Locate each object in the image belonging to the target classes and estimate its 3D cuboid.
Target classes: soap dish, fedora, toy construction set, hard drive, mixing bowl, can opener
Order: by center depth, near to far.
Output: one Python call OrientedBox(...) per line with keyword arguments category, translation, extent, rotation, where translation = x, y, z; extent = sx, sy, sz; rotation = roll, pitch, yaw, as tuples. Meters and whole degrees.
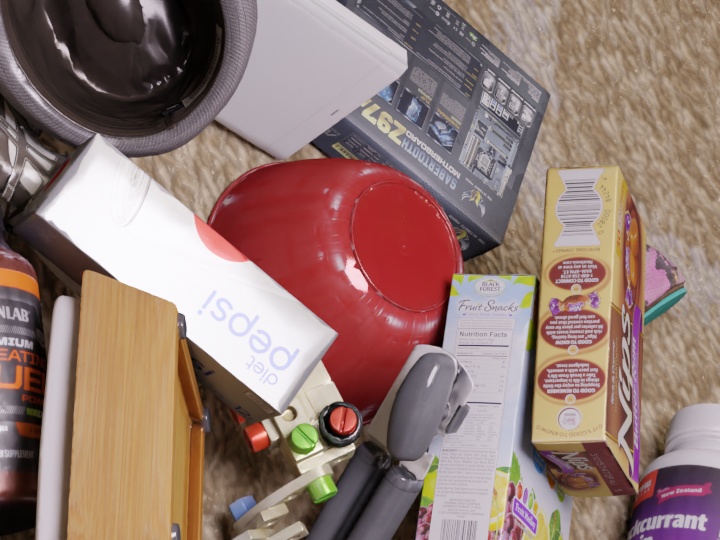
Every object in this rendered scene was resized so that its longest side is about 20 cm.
OrientedBox(category="soap dish", translation=(-0.138, 0.124, 1.409), extent=(0.081, 0.158, 0.201), rotation=(-4, 54, 3))
OrientedBox(category="fedora", translation=(-0.159, -0.174, 1.505), extent=(0.200, 0.176, 0.090), rotation=(55, 4, -21))
OrientedBox(category="toy construction set", translation=(-0.077, 0.097, 1.551), extent=(0.131, 0.092, 0.201), rotation=(-24, 88, -16))
OrientedBox(category="can opener", translation=(0.006, 0.137, 1.553), extent=(0.053, 0.201, 0.067), rotation=(36, 13, 27))
OrientedBox(category="hard drive", translation=(-0.083, -0.160, 1.628), extent=(0.200, 0.132, 0.026), rotation=(31, 40, -34))
OrientedBox(category="mixing bowl", translation=(0.000, 0.000, 1.660), extent=(0.199, 0.108, 0.201), rotation=(18, 61, -35))

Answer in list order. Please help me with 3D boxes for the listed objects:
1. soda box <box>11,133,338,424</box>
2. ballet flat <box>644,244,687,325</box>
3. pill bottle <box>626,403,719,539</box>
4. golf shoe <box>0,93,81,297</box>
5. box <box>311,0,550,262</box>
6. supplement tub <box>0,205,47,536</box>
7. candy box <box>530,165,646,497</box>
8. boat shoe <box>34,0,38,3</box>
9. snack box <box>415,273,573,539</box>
OrientedBox(category="soda box", translation=(-0.115, 0.007, 1.474), extent=(0.200, 0.063, 0.068), rotation=(40, 69, -11))
OrientedBox(category="ballet flat", translation=(0.181, 0.037, 1.831), extent=(0.071, 0.069, 0.200), rotation=(44, 46, 7))
OrientedBox(category="pill bottle", translation=(0.256, 0.205, 1.782), extent=(0.111, 0.111, 0.201), rotation=(34, 52, -24))
OrientedBox(category="golf shoe", translation=(-0.223, -0.049, 1.520), extent=(0.094, 0.078, 0.200), rotation=(-25, 75, -39))
OrientedBox(category="box", translation=(0.043, -0.127, 1.790), extent=(0.200, 0.051, 0.158), rotation=(37, 51, -23))
OrientedBox(category="supplement tub", translation=(-0.242, 0.056, 1.433), extent=(0.107, 0.107, 0.201), rotation=(4, 69, -39))
OrientedBox(category="candy box", translation=(0.158, 0.042, 1.627), extent=(0.117, 0.056, 0.201), rotation=(55, 35, -61))
OrientedBox(category="boat shoe", translation=(-0.277, -0.174, 1.526), extent=(0.200, 0.074, 0.069), rotation=(-36, 102, -42))
OrientedBox(category="snack box", translation=(0.102, 0.125, 1.649), extent=(0.169, 0.067, 0.201), rotation=(50, 43, -61))
